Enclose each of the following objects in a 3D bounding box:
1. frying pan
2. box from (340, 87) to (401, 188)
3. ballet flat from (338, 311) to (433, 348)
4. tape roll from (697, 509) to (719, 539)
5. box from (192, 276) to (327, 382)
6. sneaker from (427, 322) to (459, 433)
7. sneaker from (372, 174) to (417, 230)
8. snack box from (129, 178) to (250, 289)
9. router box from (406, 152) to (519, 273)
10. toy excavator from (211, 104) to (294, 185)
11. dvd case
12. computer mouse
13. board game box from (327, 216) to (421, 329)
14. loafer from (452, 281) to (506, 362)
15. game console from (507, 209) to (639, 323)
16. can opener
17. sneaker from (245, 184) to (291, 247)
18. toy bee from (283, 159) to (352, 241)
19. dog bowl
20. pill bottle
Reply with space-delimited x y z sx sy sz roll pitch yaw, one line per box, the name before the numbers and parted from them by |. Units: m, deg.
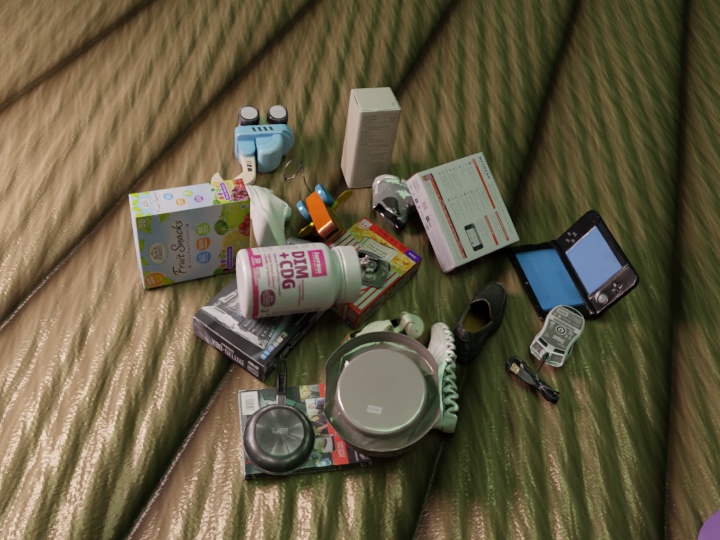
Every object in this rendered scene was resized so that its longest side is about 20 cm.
frying pan | -0.111 0.224 1.048 0.113 0.031 0.192 21 51 6
box | 0.019 -0.278 1.432 0.093 0.202 0.079 -6 49 -17
ballet flat | 0.053 0.109 1.182 0.196 0.073 0.068 -13 54 -22
tape roll | 0.616 0.438 1.003 0.195 0.086 0.203 6 48 -6
box | -0.169 0.075 1.179 0.156 0.050 0.200 32 50 15
sneaker | 0.122 0.173 1.141 0.079 0.076 0.203 2 50 2
sneaker | 0.115 -0.127 1.417 0.195 0.076 0.117 9 56 3
snack box | -0.297 -0.065 1.195 0.196 0.171 0.068 -11 48 -20
router box | 0.210 -0.120 1.375 0.177 0.049 0.204 -20 85 -28
toy excavator | -0.227 -0.241 1.428 0.190 0.101 0.203 -7 59 -16
dvd case | -0.090 0.248 1.063 0.195 0.022 0.148 -2 49 -15
computer mouse | 0.350 0.145 1.237 0.109 0.044 0.200 30 55 21
board game box | 0.000 0.000 1.285 0.150 0.047 0.199 35 51 19
loafer | 0.226 0.081 1.244 0.072 0.073 0.201 26 48 13
game console | 0.418 -0.011 1.344 0.115 0.176 0.203 17 40 -36
can opener | -0.042 -0.018 1.238 0.196 0.054 0.067 14 15 2
sneaker | -0.169 -0.102 1.329 0.087 0.076 0.202 -5 48 -32
toy bee | -0.070 -0.128 1.341 0.129 0.108 0.204 -21 57 24
dog bowl | 0.034 0.197 1.058 0.195 0.059 0.203 -2 53 2
pill bottle | -0.104 0.014 1.134 0.196 0.115 0.115 -6 50 -17
